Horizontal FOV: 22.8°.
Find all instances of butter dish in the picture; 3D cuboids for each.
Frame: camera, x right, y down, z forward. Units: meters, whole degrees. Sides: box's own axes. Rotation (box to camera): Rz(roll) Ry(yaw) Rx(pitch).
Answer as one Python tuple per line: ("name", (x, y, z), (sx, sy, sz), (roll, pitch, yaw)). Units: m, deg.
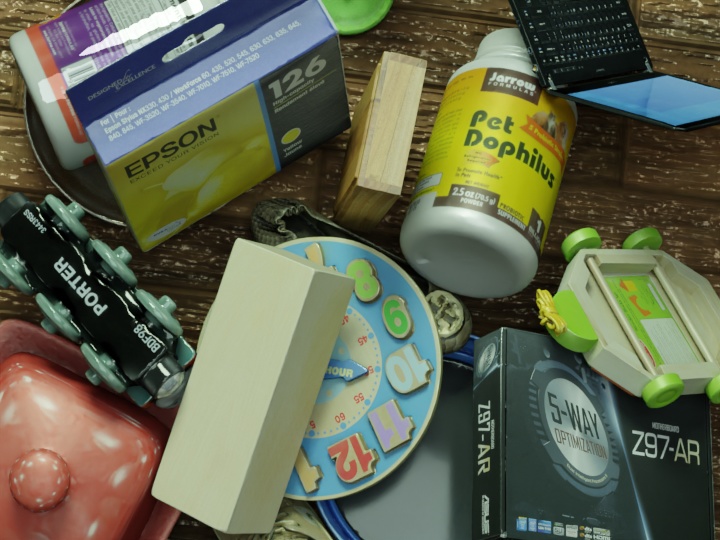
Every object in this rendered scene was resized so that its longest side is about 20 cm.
("butter dish", (-0.232, 0.155, 1.324), (0.199, 0.148, 0.201), (29, 81, -2))

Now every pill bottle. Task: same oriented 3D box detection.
("pill bottle", (-0.156, -0.164, 1.355), (0.199, 0.111, 0.112), (-24, 87, -8))
("pill bottle", (0.105, -0.087, 1.388), (0.108, 0.109, 0.201), (20, 61, -3))

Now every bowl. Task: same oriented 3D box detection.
("bowl", (0.057, 0.147, 1.396), (0.199, 0.039, 0.203), (1, 75, -3))

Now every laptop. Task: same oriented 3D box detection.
("laptop", (0.213, -0.192, 1.387), (0.177, 0.103, 0.202), (-15, 83, -52))

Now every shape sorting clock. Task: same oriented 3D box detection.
("shape sorting clock", (-0.034, 0.074, 1.356), (0.198, 0.039, 0.202), (-2, 84, 15))

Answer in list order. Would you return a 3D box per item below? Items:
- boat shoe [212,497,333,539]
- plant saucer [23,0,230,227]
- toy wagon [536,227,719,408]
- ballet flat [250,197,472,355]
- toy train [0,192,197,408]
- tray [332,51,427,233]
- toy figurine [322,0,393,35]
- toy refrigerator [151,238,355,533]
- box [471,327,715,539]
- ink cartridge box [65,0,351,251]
("boat shoe", (-0.053, 0.213, 1.352), (0.072, 0.065, 0.200), (-36, 65, -12))
("plant saucer", (-0.167, -0.131, 1.421), (0.198, 0.032, 0.202), (1, 83, -5))
("toy wagon", (0.208, 0.037, 1.382), (0.199, 0.040, 0.156), (-1, 51, -35))
("ballet flat", (0.000, 0.000, 1.397), (0.199, 0.046, 0.068), (33, 62, 10))
("toy train", (-0.197, 0.023, 1.341), (0.085, 0.114, 0.200), (-45, 74, -3))
("tray", (0.011, -0.093, 1.350), (0.037, 0.200, 0.100), (12, 83, -4))
("toy figurine", (-0.008, -0.301, 1.380), (0.149, 0.184, 0.202), (-2, 84, -6))
("toy refrigerator", (-0.077, 0.086, 1.317), (0.075, 0.070, 0.202), (20, 93, 30))
("box", (0.180, 0.141, 1.370), (0.198, 0.043, 0.162), (13, 68, -26))
("ink cartridge box", (-0.102, -0.116, 1.312), (0.197, 0.200, 0.047), (-30, 69, -8))
